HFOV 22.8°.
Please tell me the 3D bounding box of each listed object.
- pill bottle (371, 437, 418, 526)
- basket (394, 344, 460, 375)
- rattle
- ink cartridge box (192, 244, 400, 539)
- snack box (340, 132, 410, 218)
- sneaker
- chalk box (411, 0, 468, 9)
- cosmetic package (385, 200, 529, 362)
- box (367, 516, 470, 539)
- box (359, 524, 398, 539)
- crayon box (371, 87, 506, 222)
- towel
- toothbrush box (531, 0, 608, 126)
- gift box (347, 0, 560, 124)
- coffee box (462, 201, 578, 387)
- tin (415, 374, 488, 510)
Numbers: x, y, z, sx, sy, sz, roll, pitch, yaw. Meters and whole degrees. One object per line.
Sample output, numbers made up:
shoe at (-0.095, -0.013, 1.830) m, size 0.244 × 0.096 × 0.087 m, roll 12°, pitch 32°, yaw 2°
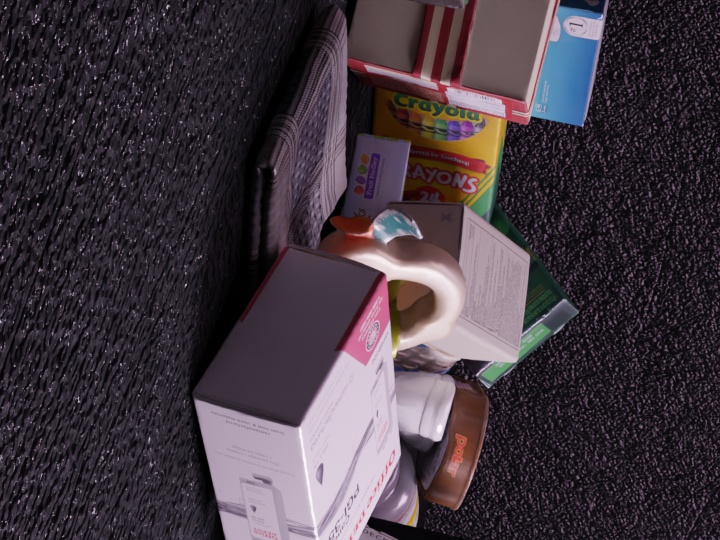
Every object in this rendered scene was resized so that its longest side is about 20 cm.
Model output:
pill bottle at (0.000, 0.211, 1.744) m, size 0.200 × 0.110 × 0.112 m, roll 82°, pitch 21°, yaw -68°
basket at (0.041, 0.024, 1.730) m, size 0.199 × 0.138 × 0.178 m, roll -9°, pitch -115°, yaw 60°
rattle at (0.010, -0.033, 1.333) m, size 0.201 × 0.129 × 0.144 m, roll 62°, pitch 31°, yaw -53°
ink cartridge box at (-0.038, 0.107, 1.240) m, size 0.201 × 0.082 × 0.147 m, roll 83°, pitch 28°, yaw -46°
snack box at (0.000, 0.000, 1.556) m, size 0.142 × 0.052 × 0.202 m, roll 95°, pitch 5°, yaw -72°
sneaker at (0.039, 0.120, 1.669) m, size 0.200 × 0.088 × 0.076 m, roll 95°, pitch 12°, yaw -81°
chalk box at (0.014, -0.245, 1.079) m, size 0.200 × 0.123 × 0.125 m, roll 22°, pitch 80°, yaw -84°
cosmetic package at (0.082, 0.013, 1.535) m, size 0.200 × 0.072 × 0.105 m, roll 31°, pitch 65°, yaw -65°
box at (0.004, 0.339, 1.627) m, size 0.124 × 0.198 × 0.199 m, roll -58°, pitch 159°, yaw -68°
box at (-0.029, 0.312, 1.525) m, size 0.060 × 0.116 × 0.201 m, roll -57°, pitch 171°, yaw -68°
crayon box at (0.075, -0.137, 1.714) m, size 0.201 × 0.126 × 0.051 m, roll 92°, pitch 12°, yaw -47°
towel at (-0.043, -0.057, 1.292) m, size 0.193 × 0.034 × 0.201 m, roll -71°, pitch 170°, yaw -47°
toothbrush box at (0.133, -0.235, 1.711) m, size 0.147 × 0.198 × 0.086 m, roll 92°, pitch 12°, yaw -49°
gift box at (0.094, -0.237, 1.482) m, size 0.200 × 0.183 × 0.189 m, roll 61°, pitch 43°, yaw -88°
coffee box at (0.116, 0.005, 1.792) m, size 0.123 × 0.201 × 0.044 m, roll -40°, pitch 145°, yaw 10°
tin at (0.088, 0.163, 1.740) m, size 0.200 × 0.041 × 0.113 m, roll -113°, pitch -136°, yaw -85°
